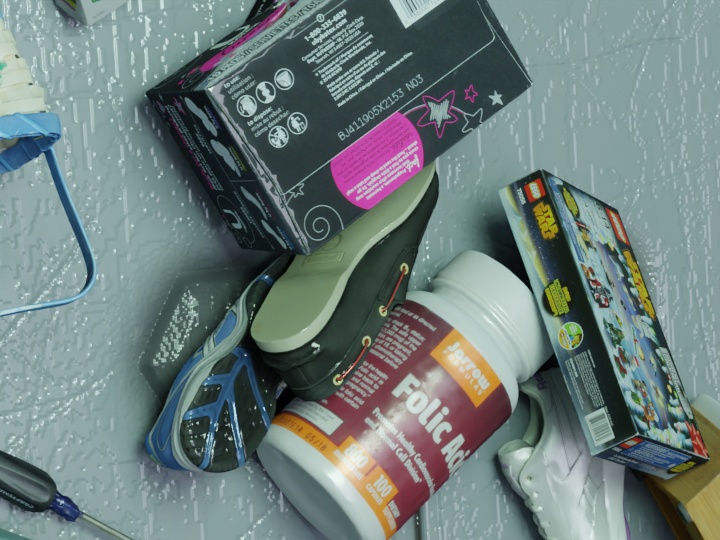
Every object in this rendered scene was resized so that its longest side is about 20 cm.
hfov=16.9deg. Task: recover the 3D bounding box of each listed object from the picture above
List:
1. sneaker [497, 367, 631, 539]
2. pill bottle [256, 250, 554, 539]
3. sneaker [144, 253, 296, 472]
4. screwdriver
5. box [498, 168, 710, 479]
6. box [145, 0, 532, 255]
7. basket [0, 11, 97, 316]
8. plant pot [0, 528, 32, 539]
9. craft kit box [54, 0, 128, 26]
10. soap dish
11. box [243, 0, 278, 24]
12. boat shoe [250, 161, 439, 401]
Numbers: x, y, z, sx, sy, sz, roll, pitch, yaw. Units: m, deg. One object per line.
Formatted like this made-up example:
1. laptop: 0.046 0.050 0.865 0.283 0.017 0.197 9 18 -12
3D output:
1. sneaker: 0.145 0.166 1.744 0.099 0.075 0.201 0 91 -10
2. pill bottle: 0.035 0.087 1.648 0.200 0.114 0.114 -44 110 -17
3. sneaker: -0.077 0.056 1.618 0.076 0.077 0.200 52 54 -16
4. screwdriver: -0.175 0.171 1.597 0.200 0.028 0.029 37 107 -24
5. box: 0.169 0.039 1.668 0.137 0.040 0.201 22 46 -60
6. box: -0.015 -0.119 1.574 0.200 0.115 0.133 -38 106 -20
7. basket: -0.267 -0.058 1.474 0.175 0.139 0.201 -17 90 -26
8. plant pot: -0.227 0.250 1.492 0.199 0.196 0.197 12 87 -36
9. craft kit box: -0.131 -0.287 1.536 0.200 0.048 0.198 -37 141 -20
10. soap dish: 0.281 0.198 1.763 0.081 0.157 0.201 -32 107 -4
11. box: -0.017 -0.134 1.655 0.143 0.036 0.201 32 80 -24
12. boat shoe: -0.002 0.000 1.602 0.202 0.073 0.063 -57 130 -35
